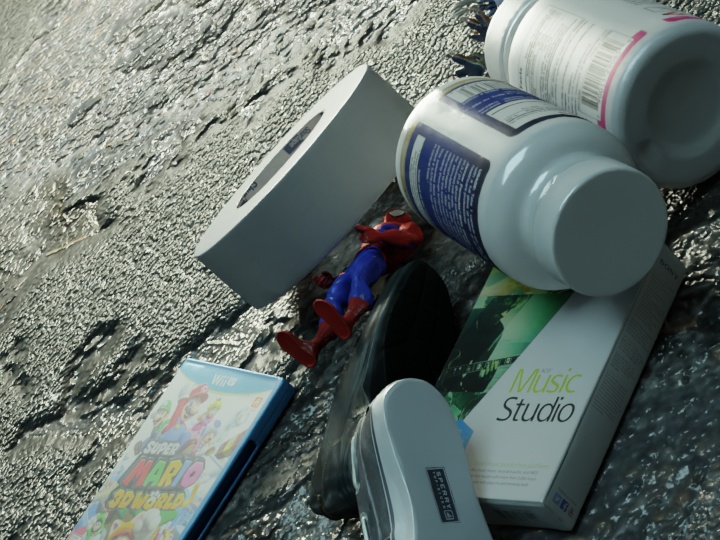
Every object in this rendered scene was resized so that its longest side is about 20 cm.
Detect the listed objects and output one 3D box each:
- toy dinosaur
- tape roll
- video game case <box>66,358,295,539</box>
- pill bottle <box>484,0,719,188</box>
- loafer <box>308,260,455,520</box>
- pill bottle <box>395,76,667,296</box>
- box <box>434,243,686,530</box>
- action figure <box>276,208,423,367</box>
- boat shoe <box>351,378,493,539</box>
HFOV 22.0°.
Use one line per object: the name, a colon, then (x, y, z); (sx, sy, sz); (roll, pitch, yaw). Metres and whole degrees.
toy dinosaur: (0.132, -0.225, 1.508); (0.200, 0.105, 0.182); (24, 53, 19)
tape roll: (-0.039, -0.065, 1.436); (0.200, 0.066, 0.200); (-47, 9, 10)
video game case: (-0.145, 0.159, 1.413); (0.143, 0.018, 0.200); (6, 58, 54)
pill bottle: (0.173, -0.136, 1.280); (0.113, 0.113, 0.200); (-47, 31, -2)
loafer: (0.010, 0.080, 1.271); (0.072, 0.073, 0.200); (-21, 38, 43)
pill bottle: (0.110, -0.052, 1.194); (0.111, 0.111, 0.200); (-48, 29, -3)
box: (0.111, 0.070, 1.190); (0.144, 0.036, 0.200); (-4, 49, 48)
action figure: (0.000, 0.000, 1.349); (0.065, 0.052, 0.200); (-46, 1, 31)
boat shoe: (0.033, 0.167, 1.115); (0.068, 0.072, 0.200); (-46, 50, 47)
